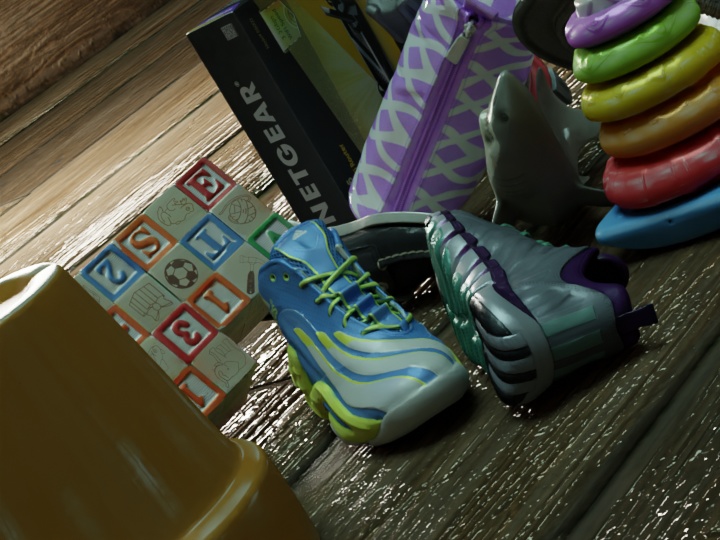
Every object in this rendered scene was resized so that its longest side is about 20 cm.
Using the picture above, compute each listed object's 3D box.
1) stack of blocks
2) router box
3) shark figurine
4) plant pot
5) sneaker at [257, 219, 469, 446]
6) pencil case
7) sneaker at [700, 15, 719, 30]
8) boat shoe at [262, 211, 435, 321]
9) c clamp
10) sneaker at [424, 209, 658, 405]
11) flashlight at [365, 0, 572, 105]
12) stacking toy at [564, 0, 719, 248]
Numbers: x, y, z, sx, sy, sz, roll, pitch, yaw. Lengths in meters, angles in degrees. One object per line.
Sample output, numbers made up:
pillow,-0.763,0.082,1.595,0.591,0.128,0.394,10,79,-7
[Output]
stack of blocks,-0.116,0.040,1.245,0.200,0.115,0.059,-47,-11,-29
router box,-0.013,-0.123,1.489,0.052,0.200,0.157,-19,19,43
shark figurine,0.132,-0.058,1.282,0.089,0.129,0.214,2,6,18
plant pot,-0.149,0.105,1.010,0.200,0.184,0.200,-28,14,8
sneaker,-0.012,0.030,1.152,0.076,0.105,0.200,-34,14,-15
pencil case,0.055,-0.106,1.353,0.086,0.084,0.200,-73,3,-55
sneaker,0.249,-0.158,1.353,0.087,0.075,0.200,-37,14,-5
boat shoe,0.000,0.000,1.327,0.199,0.061,0.074,-3,-17,30
c clamp,0.174,-0.145,1.220,0.171,0.199,0.027,135,151,-57
sneaker,0.093,0.011,1.114,0.087,0.075,0.200,-17,23,-4
flashlight,0.071,-0.148,1.434,0.068,0.200,0.068,-21,59,27
stacking toy,0.151,-0.123,1.154,0.116,0.200,0.110,-19,18,41
